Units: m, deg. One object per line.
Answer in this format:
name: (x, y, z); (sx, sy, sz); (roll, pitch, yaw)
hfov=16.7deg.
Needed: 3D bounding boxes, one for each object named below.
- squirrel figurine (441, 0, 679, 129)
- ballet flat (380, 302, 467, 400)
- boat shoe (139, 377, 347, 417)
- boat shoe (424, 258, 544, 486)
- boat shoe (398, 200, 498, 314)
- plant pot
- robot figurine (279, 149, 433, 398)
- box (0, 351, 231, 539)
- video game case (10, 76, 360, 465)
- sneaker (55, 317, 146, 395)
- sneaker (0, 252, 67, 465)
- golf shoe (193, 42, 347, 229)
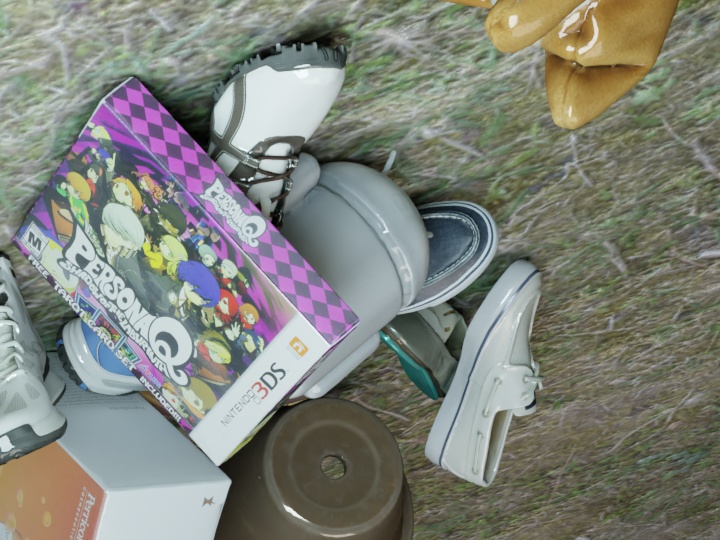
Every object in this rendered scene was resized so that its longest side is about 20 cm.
squirrel figurine: (0.126, -0.205, 1.297); (0.199, 0.142, 0.187); (-31, 150, -7)
ballet flat: (0.051, 0.050, 1.952); (0.064, 0.067, 0.200); (-47, 159, -3)
boat shoe: (-0.094, 0.083, 1.873); (0.199, 0.071, 0.070); (-5, 155, -32)
boat shoe: (0.115, 0.086, 1.959); (0.071, 0.070, 0.201); (-26, 142, -56)
boat shoe: (0.000, 0.000, 1.729); (0.199, 0.071, 0.091); (-21, 168, 6)
plant pot: (-0.037, 0.180, 1.971); (0.199, 0.201, 0.175); (-11, 162, -19)
robot figurine: (-0.034, 0.005, 1.621); (0.200, 0.113, 0.170); (-39, 134, -24)
box: (-0.202, 0.169, 1.748); (0.106, 0.200, 0.153); (0, 115, -39)
video game case: (-0.111, 0.005, 1.497); (0.036, 0.200, 0.181); (-40, 176, -38)
sneaker: (-0.122, 0.052, 1.766); (0.077, 0.076, 0.200); (-35, 159, 34)
sneaker: (-0.243, 0.056, 1.580); (0.075, 0.116, 0.201); (-24, -167, 0)
golf shoe: (-0.062, -0.063, 1.502); (0.077, 0.095, 0.200); (-1, 151, -37)
